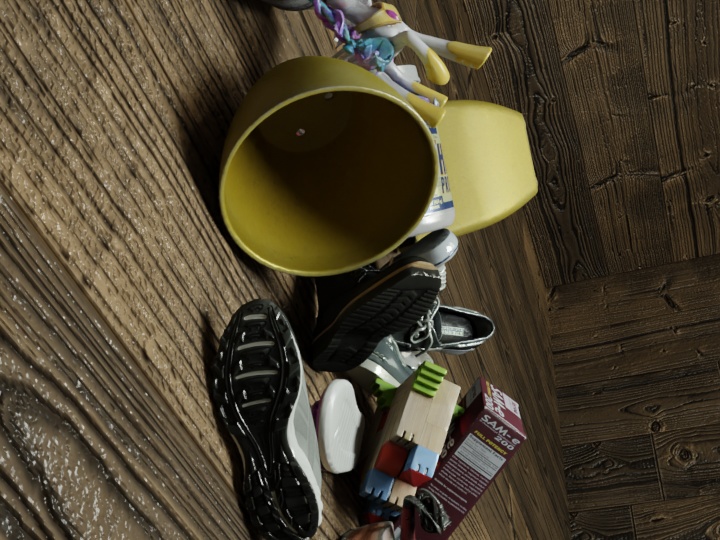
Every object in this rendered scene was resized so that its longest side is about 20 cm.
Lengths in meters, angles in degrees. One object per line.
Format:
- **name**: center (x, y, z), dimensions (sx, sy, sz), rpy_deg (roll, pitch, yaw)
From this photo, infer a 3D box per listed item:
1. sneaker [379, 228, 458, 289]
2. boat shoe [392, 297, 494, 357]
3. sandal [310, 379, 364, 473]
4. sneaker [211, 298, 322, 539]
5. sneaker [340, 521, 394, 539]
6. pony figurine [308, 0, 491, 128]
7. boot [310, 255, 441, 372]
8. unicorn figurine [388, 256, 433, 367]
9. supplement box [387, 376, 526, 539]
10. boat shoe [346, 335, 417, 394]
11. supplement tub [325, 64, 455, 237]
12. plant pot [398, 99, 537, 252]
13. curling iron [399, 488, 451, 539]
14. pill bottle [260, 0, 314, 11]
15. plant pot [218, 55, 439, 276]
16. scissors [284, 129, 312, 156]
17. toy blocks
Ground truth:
- **sneaker**: center (0.086, 0.000, 1.214), dimensions (0.071, 0.073, 0.200), rpy_deg (51, -20, -3)
- **boat shoe**: center (0.074, 0.068, 1.127), dimensions (0.197, 0.068, 0.075), rpy_deg (12, 69, -28)
- **sandal**: center (-0.032, 0.161, 0.926), dimensions (0.203, 0.049, 0.084), rpy_deg (73, 26, -67)
- **sneaker**: center (-0.074, 0.122, 0.778), dimensions (0.079, 0.073, 0.203), rpy_deg (-69, 151, -78)
- **sneaker**: center (0.003, 0.302, 0.897), dimensions (0.200, 0.070, 0.081), rpy_deg (7, 68, -75)
- **pony figurine**: center (0.009, -0.227, 0.960), dimensions (0.168, 0.199, 0.193), rpy_deg (-61, -171, -26)
- **boot**: center (0.000, 0.000, 0.945), dimensions (0.077, 0.200, 0.140), rpy_deg (13, 55, -32)
- **unicorn figurine**: center (0.052, 0.106, 1.204), dimensions (0.139, 0.073, 0.201), rpy_deg (-98, 163, -44)
- **supplement box**: center (0.099, 0.226, 1.038), dimensions (0.061, 0.201, 0.109), rpy_deg (35, 11, -3)
- **boat shoe**: center (0.058, 0.136, 1.099), dimensions (0.200, 0.072, 0.062), rpy_deg (45, 57, -39)
- **supplement tub**: center (0.032, -0.141, 1.167), dimensions (0.145, 0.143, 0.203), rpy_deg (-26, 104, -73)
- **plant pot**: center (0.142, -0.146, 1.352), dimensions (0.194, 0.197, 0.199), rpy_deg (173, -96, -85)
- **curling iron**: center (0.056, 0.300, 0.968), dimensions (0.025, 0.049, 0.202), rpy_deg (-33, 144, -40)
- **pill bottle**: center (-0.081, -0.334, 0.971), dimensions (0.200, 0.112, 0.116), rpy_deg (-26, 104, -73)
- **plant pot**: center (-0.040, -0.118, 0.867), dimensions (0.143, 0.198, 0.201), rpy_deg (-109, 174, -47)
- **scissors**: center (-0.022, -0.108, 0.993), dimensions (0.199, 0.014, 0.073), rpy_deg (34, 17, -10)
- **toy blocks**: center (0.040, 0.195, 0.995), dimensions (0.200, 0.099, 0.138), rpy_deg (125, -12, -63)
